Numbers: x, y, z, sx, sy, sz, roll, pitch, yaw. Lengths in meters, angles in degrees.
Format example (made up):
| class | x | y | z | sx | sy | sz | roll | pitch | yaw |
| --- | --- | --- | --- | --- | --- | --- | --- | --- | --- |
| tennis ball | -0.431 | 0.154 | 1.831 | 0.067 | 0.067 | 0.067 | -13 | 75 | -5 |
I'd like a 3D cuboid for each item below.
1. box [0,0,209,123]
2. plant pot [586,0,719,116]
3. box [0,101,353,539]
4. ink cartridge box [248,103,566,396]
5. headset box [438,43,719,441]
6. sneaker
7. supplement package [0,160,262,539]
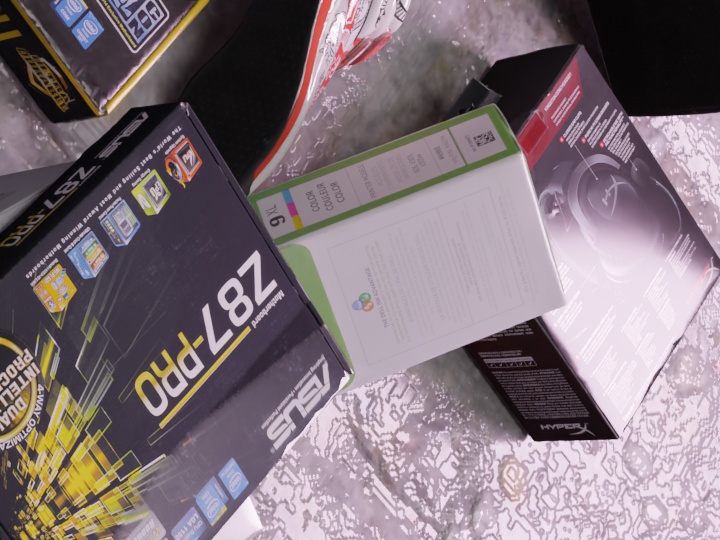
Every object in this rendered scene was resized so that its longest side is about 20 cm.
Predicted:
| class | x | y | z | sx | sy | sz | roll | pitch | yaw |
| --- | --- | --- | --- | --- | --- | --- | --- | --- | --- |
| box | -0.153 | -0.200 | 1.205 | 0.160 | 0.049 | 0.201 | -51 | 119 | -31 |
| plant pot | 0.255 | -0.216 | 1.454 | 0.200 | 0.176 | 0.200 | -53 | 139 | -31 |
| box | -0.109 | 0.048 | 1.061 | 0.200 | 0.049 | 0.162 | -47 | 119 | -34 |
| ink cartridge box | 0.000 | 0.000 | 1.271 | 0.199 | 0.059 | 0.104 | -22 | 125 | -3 |
| headset box | 0.110 | -0.022 | 1.408 | 0.200 | 0.077 | 0.149 | 52 | 55 | -25 |
| sneaker | -0.032 | -0.110 | 1.290 | 0.203 | 0.067 | 0.108 | -67 | 156 | -1 |
| supplement package | -0.154 | 0.065 | 1.129 | 0.117 | 0.116 | 0.201 | -35 | 108 | -39 |
